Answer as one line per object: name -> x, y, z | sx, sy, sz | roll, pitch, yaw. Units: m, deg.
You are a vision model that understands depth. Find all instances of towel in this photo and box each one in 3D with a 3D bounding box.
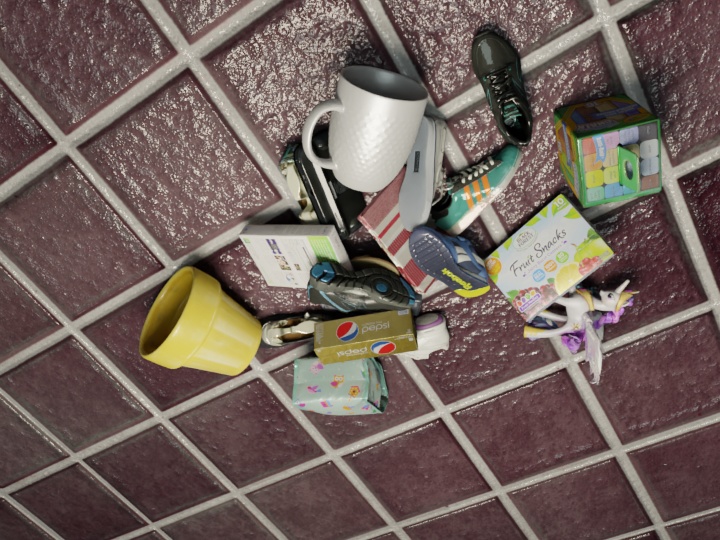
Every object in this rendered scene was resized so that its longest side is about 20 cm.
towel -> 0.096, -0.073, 1.090 | 0.200, 0.144, 0.023 | 51, 155, -22

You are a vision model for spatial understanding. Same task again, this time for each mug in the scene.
mug -> -0.003, -0.226, 0.970 | 0.199, 0.148, 0.176 | -8, 130, -31

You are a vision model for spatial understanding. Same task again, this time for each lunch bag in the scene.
lunch bag -> -0.037, 0.253, 1.272 | 0.170, 0.122, 0.200 | -6, 156, 14

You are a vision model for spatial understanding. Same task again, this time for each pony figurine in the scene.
pony figurine -> 0.427, 0.100, 1.152 | 0.199, 0.167, 0.194 | 6, 111, 20

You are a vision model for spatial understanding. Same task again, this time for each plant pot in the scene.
plant pot -> -0.313, 0.119, 1.198 | 0.189, 0.201, 0.201 | 31, 119, -32

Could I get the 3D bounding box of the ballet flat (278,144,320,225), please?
ballet flat -> -0.099, -0.133, 1.092 | 0.074, 0.074, 0.200 | -19, 116, 15

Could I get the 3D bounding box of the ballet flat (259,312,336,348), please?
ballet flat -> -0.148, 0.124, 1.243 | 0.199, 0.073, 0.073 | -8, 119, 8

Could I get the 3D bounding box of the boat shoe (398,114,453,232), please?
boat shoe -> 0.123, -0.169, 1.043 | 0.086, 0.075, 0.203 | -5, 104, -38

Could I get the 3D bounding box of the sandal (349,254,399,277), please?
sandal -> -0.003, -0.004, 1.167 | 0.211, 0.070, 0.078 | -17, 120, 40

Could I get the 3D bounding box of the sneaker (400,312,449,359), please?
sneaker -> 0.092, 0.159, 1.243 | 0.199, 0.075, 0.100 | -15, 119, 14

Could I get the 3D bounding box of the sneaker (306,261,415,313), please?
sneaker -> 0.000, 0.039, 1.078 | 0.199, 0.073, 0.082 | 14, 135, -7

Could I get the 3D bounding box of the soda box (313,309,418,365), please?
soda box -> 0.010, 0.132, 1.170 | 0.199, 0.064, 0.068 | -10, 142, 9

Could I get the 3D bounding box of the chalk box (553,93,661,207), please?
chalk box -> 0.398, -0.187, 0.944 | 0.123, 0.200, 0.125 | -11, 119, 11

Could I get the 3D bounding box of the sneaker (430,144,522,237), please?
sneaker -> 0.201, -0.154, 1.054 | 0.080, 0.071, 0.200 | 35, 113, -12

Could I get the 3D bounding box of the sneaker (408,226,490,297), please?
sneaker -> 0.160, -0.027, 1.075 | 0.074, 0.082, 0.200 | -23, 134, 37

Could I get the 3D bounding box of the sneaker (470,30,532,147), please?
sneaker -> 0.241, -0.295, 0.966 | 0.075, 0.079, 0.200 | -23, 114, 17

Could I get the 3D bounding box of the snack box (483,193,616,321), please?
snack box -> 0.344, -0.022, 1.091 | 0.200, 0.053, 0.142 | -45, 70, 25

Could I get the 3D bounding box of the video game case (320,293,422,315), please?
video game case -> 0.019, 0.066, 1.175 | 0.199, 0.019, 0.143 | 1, 165, 3

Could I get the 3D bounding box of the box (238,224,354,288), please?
box -> -0.117, -0.025, 1.123 | 0.199, 0.036, 0.145 | 4, 138, 28

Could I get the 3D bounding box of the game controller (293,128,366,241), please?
game controller -> -0.050, -0.151, 1.069 | 0.042, 0.104, 0.200 | 7, 129, 42
